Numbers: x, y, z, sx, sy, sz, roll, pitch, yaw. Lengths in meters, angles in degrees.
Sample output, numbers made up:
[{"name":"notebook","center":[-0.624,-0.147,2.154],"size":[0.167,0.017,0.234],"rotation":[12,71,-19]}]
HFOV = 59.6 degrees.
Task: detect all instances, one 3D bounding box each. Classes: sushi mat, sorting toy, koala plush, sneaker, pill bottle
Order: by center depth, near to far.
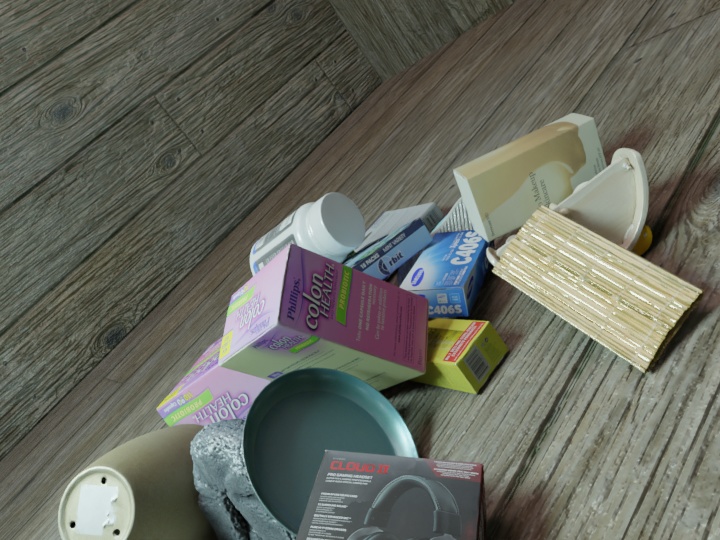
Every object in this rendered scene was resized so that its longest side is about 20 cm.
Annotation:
[{"name":"sushi mat","center":[0.231,0.010,0.637],"size":[0.096,0.012,0.199],"rotation":[-51,47,1]},{"name":"koala plush","center":[-0.083,0.214,0.743],"size":[0.176,0.186,0.200],"rotation":[-22,12,43]},{"name":"sorting toy","center":[0.255,-0.054,0.791],"size":[0.199,0.108,0.180],"rotation":[-37,11,10]},{"name":"sneaker","center":[0.140,-0.038,1.043],"size":[0.200,0.074,0.082],"rotation":[-45,-12,1]},{"name":"pill bottle","center":[-0.089,-0.042,1.043],"size":[0.198,0.114,0.115],"rotation":[-30,20,42]}]

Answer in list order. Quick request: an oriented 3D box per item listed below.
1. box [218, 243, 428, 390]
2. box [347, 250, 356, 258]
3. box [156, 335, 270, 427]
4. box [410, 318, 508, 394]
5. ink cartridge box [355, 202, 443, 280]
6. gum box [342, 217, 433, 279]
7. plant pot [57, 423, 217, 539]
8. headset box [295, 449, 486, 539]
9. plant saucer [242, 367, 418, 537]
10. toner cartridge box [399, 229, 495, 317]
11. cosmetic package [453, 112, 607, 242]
[{"name":"box","center":[-0.046,0.075,0.772],"size":[0.175,0.197,0.099],"rotation":[-34,43,50]},{"name":"box","center":[-0.068,0.035,1.177],"size":[0.201,0.048,0.117],"rotation":[-51,-3,38]},{"name":"box","center":[-0.177,0.151,0.945],"size":[0.174,0.097,0.201],"rotation":[-35,11,18]},{"name":"box","center":[0.094,0.103,0.805],"size":[0.075,0.050,0.199],"rotation":[-46,19,-21]},{"name":"ink cartridge box","center":[0.048,-0.051,1.266],"size":[0.200,0.041,0.199],"rotation":[-47,19,-18]},{"name":"gum box","center":[0.000,0.000,0.989],"size":[0.169,0.045,0.199],"rotation":[-36,5,-26]},{"name":"plant pot","center":[-0.257,0.278,0.746],"size":[0.186,0.188,0.200],"rotation":[-39,-19,0]},{"name":"headset box","center":[0.024,0.236,0.506],"size":[0.145,0.079,0.201],"rotation":[1,34,16]},{"name":"plant saucer","center":[-0.030,0.193,0.654],"size":[0.028,0.197,0.201],"rotation":[-60,1,41]},{"name":"toner cartridge box","center":[0.127,0.000,0.892],"size":[0.093,0.044,0.200],"rotation":[-6,23,25]},{"name":"cosmetic package","center":[0.245,-0.134,0.902],"size":[0.197,0.107,0.071],"rotation":[-27,20,1]}]
